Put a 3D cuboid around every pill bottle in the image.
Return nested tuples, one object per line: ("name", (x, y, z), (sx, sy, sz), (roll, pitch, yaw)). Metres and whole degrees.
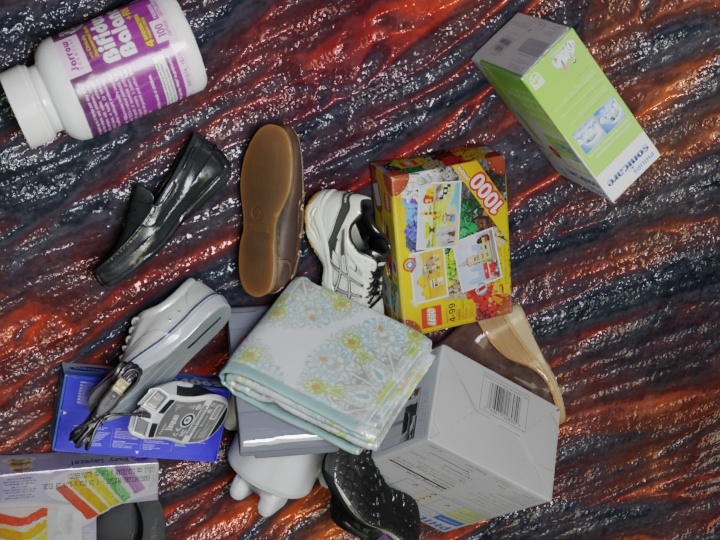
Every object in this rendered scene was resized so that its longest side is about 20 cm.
("pill bottle", (-0.269, -0.205, 1.320), (0.198, 0.112, 0.114), (-25, 115, -10))

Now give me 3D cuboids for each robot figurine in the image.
("robot figurine", (-0.087, 0.191, 1.520), (0.168, 0.113, 0.202), (28, 100, 8))

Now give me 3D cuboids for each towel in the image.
("towel", (-0.034, 0.105, 1.416), (0.172, 0.198, 0.049), (-50, 158, -41))

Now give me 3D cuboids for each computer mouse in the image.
("computer mouse", (-0.230, 0.155, 1.420), (0.199, 0.044, 0.110), (16, 110, -54))

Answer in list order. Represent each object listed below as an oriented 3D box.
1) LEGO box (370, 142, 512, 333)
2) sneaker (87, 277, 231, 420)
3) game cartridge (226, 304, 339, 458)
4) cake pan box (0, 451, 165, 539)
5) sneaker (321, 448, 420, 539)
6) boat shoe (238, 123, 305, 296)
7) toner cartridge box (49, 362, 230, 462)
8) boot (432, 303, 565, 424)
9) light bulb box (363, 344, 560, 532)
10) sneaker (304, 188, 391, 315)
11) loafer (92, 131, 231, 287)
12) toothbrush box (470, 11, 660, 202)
("LEGO box", (0.099, -0.039, 1.528), (0.147, 0.077, 0.203), (-12, 112, -16))
("sneaker", (-0.239, 0.089, 1.443), (0.200, 0.071, 0.073), (-41, 153, -22))
("game cartridge", (-0.083, 0.120, 1.450), (0.131, 0.202, 0.041), (-1, 139, -13))
("cake pan box", (-0.334, 0.307, 1.508), (0.197, 0.052, 0.187), (-1, 110, -19))
("sneaker", (-0.010, 0.275, 1.478), (0.086, 0.077, 0.200), (-11, 141, 26))
("boat shoe", (-0.098, -0.072, 1.458), (0.070, 0.070, 0.203), (-20, 124, -55))
("toner cartridge box", (-0.259, 0.168, 1.490), (0.197, 0.043, 0.097), (8, 104, -22))
("boot", (0.164, 0.148, 1.634), (0.165, 0.073, 0.202), (-27, 117, 4))
("light bulb box", (0.102, 0.210, 1.533), (0.197, 0.199, 0.126), (29, 55, -26))
("sneaker", (0.000, 0.000, 1.488), (0.076, 0.087, 0.202), (-48, 128, -42))
("loafer", (-0.230, -0.068, 1.409), (0.201, 0.068, 0.070), (-47, 109, -5))
("toothbrush box", (0.240, -0.194, 1.487), (0.086, 0.146, 0.200), (-44, 117, -1))
